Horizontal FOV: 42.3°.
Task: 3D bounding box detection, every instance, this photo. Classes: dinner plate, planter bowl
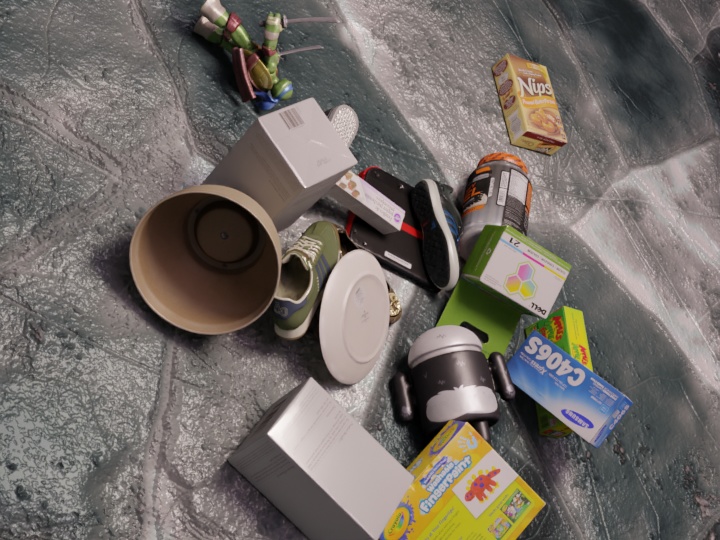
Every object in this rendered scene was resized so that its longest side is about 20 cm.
[{"bbox_3d":[0.001,0.069,1.375,0.200,0.024,0.200,-7,98,-59],"label":"dinner plate"},{"bbox_3d":[-0.196,-0.030,1.267,0.200,0.200,0.135,41,20,-10],"label":"planter bowl"}]

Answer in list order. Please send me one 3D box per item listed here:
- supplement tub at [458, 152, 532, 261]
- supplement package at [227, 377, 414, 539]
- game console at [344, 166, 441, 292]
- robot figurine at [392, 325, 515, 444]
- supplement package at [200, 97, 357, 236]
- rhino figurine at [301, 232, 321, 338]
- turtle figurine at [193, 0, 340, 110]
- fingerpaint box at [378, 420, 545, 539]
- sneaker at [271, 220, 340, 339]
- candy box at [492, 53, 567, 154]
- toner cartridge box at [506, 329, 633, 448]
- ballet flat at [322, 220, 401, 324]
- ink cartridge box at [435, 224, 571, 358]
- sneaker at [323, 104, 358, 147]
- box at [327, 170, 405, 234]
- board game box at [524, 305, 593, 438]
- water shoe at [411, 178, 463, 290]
[{"bbox_3d":[0.244,-0.110,1.676,0.122,0.123,0.200,30,49,-19],"label":"supplement tub"},{"bbox_3d":[-0.051,0.264,1.232,0.200,0.117,0.117,46,45,-5],"label":"supplement package"},{"bbox_3d":[0.069,-0.072,1.591,0.200,0.031,0.177,27,57,-21],"label":"game console"},{"bbox_3d":[0.143,0.184,1.425,0.150,0.125,0.200,7,60,-39],"label":"robot figurine"},{"bbox_3d":[-0.125,-0.137,1.358,0.121,0.200,0.120,-32,85,-45],"label":"supplement package"},{"bbox_3d":[-0.073,0.015,1.400,0.087,0.060,0.200,12,56,-10],"label":"rhino figurine"},{"bbox_3d":[-0.161,-0.385,1.525,0.194,0.200,0.144,37,13,-8],"label":"turtle figurine"},{"bbox_3d":[0.128,0.339,1.299,0.167,0.073,0.200,45,75,-6],"label":"fingerpaint box"},{"bbox_3d":[-0.078,-0.006,1.321,0.067,0.090,0.200,10,57,14],"label":"sneaker"},{"bbox_3d":[0.353,-0.348,1.946,0.115,0.055,0.200,9,59,-33],"label":"candy box"},{"bbox_3d":[0.332,0.190,1.512,0.200,0.095,0.043,38,1,40],"label":"toner cartridge box"},{"bbox_3d":[0.000,0.000,1.477,0.200,0.046,0.067,52,47,0],"label":"ballet flat"},{"bbox_3d":[0.237,0.045,1.545,0.148,0.076,0.200,29,84,-21],"label":"ink cartridge box"},{"bbox_3d":[-0.074,-0.183,1.512,0.078,0.079,0.200,49,52,-27],"label":"sneaker"},{"bbox_3d":[-0.011,-0.123,1.482,0.200,0.041,0.039,33,61,-34],"label":"box"},{"bbox_3d":[0.345,0.174,1.595,0.048,0.102,0.200,16,55,-30],"label":"board game box"},{"bbox_3d":[0.148,-0.064,1.575,0.079,0.071,0.200,1,69,-36],"label":"water shoe"}]
